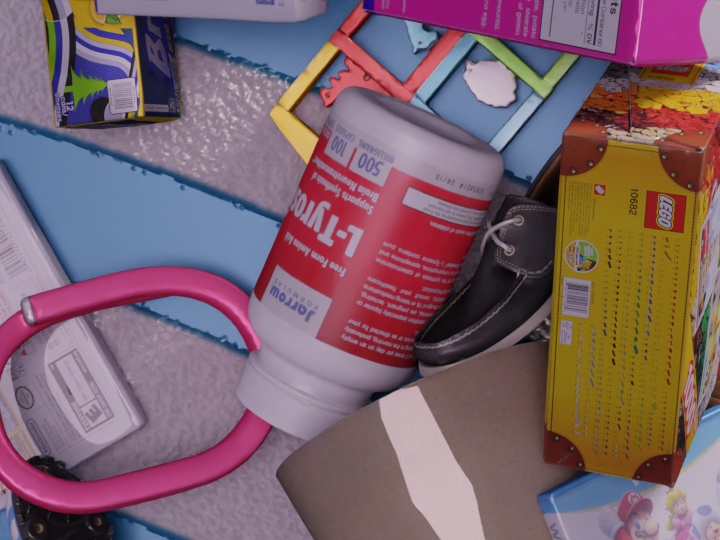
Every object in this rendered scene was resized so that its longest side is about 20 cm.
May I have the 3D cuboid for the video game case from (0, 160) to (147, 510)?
[{"bbox_3d":[-0.264,0.058,1.391,0.181,0.023,0.201,-30,89,8],"label":"video game case"}]

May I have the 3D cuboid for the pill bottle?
[{"bbox_3d":[0.000,0.000,1.288,0.112,0.112,0.201,25,101,6],"label":"pill bottle"}]

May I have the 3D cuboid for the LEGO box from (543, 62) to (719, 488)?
[{"bbox_3d":[0.160,-0.006,1.179,0.077,0.149,0.201,9,117,17],"label":"LEGO box"}]

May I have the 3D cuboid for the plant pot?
[{"bbox_3d":[0.073,0.173,1.244,0.186,0.187,0.201,-26,76,8],"label":"plant pot"}]

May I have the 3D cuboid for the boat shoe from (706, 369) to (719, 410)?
[{"bbox_3d":[0.243,0.068,1.297,0.074,0.069,0.200,-43,65,14],"label":"boat shoe"}]

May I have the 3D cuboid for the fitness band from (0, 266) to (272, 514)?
[{"bbox_3d":[-0.146,0.074,1.340,0.199,0.037,0.145,-14,81,-13],"label":"fitness band"}]

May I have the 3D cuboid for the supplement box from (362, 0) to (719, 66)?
[{"bbox_3d":[0.109,-0.177,1.175,0.199,0.101,0.104,19,108,41],"label":"supplement box"}]

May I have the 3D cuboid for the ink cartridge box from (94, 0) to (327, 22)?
[{"bbox_3d":[-0.117,-0.245,1.219,0.199,0.041,0.201,6,110,30],"label":"ink cartridge box"}]

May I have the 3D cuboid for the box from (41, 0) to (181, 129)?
[{"bbox_3d":[-0.162,-0.192,1.339,0.064,0.070,0.202,-5,92,17],"label":"box"}]

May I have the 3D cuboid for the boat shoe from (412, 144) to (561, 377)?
[{"bbox_3d":[0.094,-0.011,1.273,0.200,0.072,0.068,-44,114,-27],"label":"boat shoe"}]

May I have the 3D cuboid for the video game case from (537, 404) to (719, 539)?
[{"bbox_3d":[0.194,0.194,1.207,0.143,0.018,0.201,-22,90,-29],"label":"video game case"}]

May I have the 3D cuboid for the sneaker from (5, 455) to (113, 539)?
[{"bbox_3d":[-0.181,0.216,1.361,0.072,0.072,0.201,-23,91,46],"label":"sneaker"}]

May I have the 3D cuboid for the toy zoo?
[{"bbox_3d":[0.034,-0.109,1.342,0.131,0.020,0.200,41,97,4],"label":"toy zoo"}]
